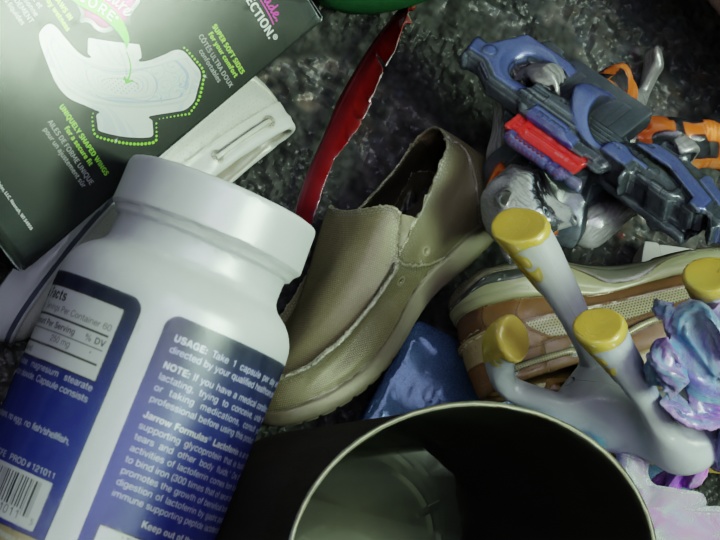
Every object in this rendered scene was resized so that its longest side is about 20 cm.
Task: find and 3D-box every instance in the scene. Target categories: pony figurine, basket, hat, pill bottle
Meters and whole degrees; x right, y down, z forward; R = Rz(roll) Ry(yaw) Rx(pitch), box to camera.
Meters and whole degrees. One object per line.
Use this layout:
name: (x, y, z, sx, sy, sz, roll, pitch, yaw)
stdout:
pony figurine: (0.148, 0.075, 0.993, 0.192, 0.201, 0.167, 15, 54, 32)
basket: (0.008, 0.131, 0.968, 0.179, 0.200, 0.138, 3, 85, -26)
hat: (-0.010, -0.161, 1.164, 0.165, 0.176, 0.200, 41, 34, -5)
pill bottle: (-0.100, 0.056, 0.962, 0.115, 0.116, 0.202, 23, 84, -9)

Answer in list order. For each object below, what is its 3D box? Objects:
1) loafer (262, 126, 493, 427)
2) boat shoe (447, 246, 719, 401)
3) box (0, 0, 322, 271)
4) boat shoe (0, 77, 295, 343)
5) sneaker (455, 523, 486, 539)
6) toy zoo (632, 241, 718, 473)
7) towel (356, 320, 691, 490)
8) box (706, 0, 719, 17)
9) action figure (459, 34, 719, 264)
loafer: (0.000, 0.000, 1.103, 0.200, 0.076, 0.068, -48, 117, -27)
boat shoe: (0.146, 0.036, 1.095, 0.198, 0.076, 0.075, -4, 68, -4)
box: (-0.150, -0.119, 1.037, 0.200, 0.148, 0.125, -41, 117, -17)
boat shoe: (-0.110, -0.026, 1.091, 0.070, 0.071, 0.200, 43, 67, -1)
sneaker: (0.057, 0.218, 1.062, 0.081, 0.073, 0.202, -6, 102, -4)
toy zoo: (0.221, 0.053, 1.159, 0.198, 0.021, 0.132, 7, 58, -12)
towel: (0.084, 0.121, 1.122, 0.199, 0.049, 0.112, 33, 74, -7)
box: (0.276, -0.209, 1.137, 0.200, 0.164, 0.166, 50, 38, -2)
action figure: (0.145, -0.045, 1.099, 0.192, 0.105, 0.200, -21, 51, -35)
